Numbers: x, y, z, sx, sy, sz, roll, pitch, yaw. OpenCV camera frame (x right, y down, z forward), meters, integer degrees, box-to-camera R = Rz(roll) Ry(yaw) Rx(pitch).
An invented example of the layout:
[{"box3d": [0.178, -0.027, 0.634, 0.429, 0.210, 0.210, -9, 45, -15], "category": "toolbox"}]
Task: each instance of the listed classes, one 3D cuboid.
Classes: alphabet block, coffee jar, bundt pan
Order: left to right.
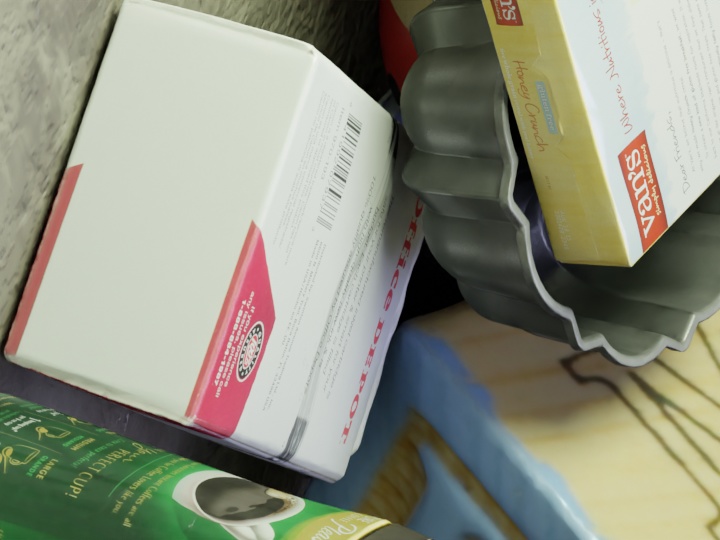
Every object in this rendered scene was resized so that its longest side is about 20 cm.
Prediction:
[{"box3d": [-0.064, 0.111, 1.027, 0.104, 0.200, 0.086, -23, 127, -67], "category": "coffee jar"}, {"box3d": [0.085, -0.063, 1.211, 0.202, 0.076, 0.202, -6, 98, -53], "category": "bundt pan"}, {"box3d": [0.110, 0.122, 1.339, 0.200, 0.196, 0.195, -19, 151, -39], "category": "alphabet block"}]

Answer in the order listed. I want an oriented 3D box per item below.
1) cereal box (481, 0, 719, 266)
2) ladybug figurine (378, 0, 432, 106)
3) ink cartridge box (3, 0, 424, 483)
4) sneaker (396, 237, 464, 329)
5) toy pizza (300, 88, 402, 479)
[{"box3d": [0.122, -0.112, 1.161, 0.200, 0.039, 0.144, -42, 125, -41], "category": "cereal box"}, {"box3d": [0.062, -0.105, 1.355, 0.072, 0.136, 0.200, -48, -176, 25], "category": "ladybug figurine"}, {"box3d": [-0.047, -0.006, 1.166, 0.200, 0.083, 0.146, 34, 73, -72], "category": "ink cartridge box"}, {"box3d": [0.046, -0.022, 1.364, 0.201, 0.067, 0.108, 79, 32, -61], "category": "sneaker"}, {"box3d": [0.000, 0.000, 1.401, 0.200, 0.032, 0.201, 17, 90, -71], "category": "toy pizza"}]
